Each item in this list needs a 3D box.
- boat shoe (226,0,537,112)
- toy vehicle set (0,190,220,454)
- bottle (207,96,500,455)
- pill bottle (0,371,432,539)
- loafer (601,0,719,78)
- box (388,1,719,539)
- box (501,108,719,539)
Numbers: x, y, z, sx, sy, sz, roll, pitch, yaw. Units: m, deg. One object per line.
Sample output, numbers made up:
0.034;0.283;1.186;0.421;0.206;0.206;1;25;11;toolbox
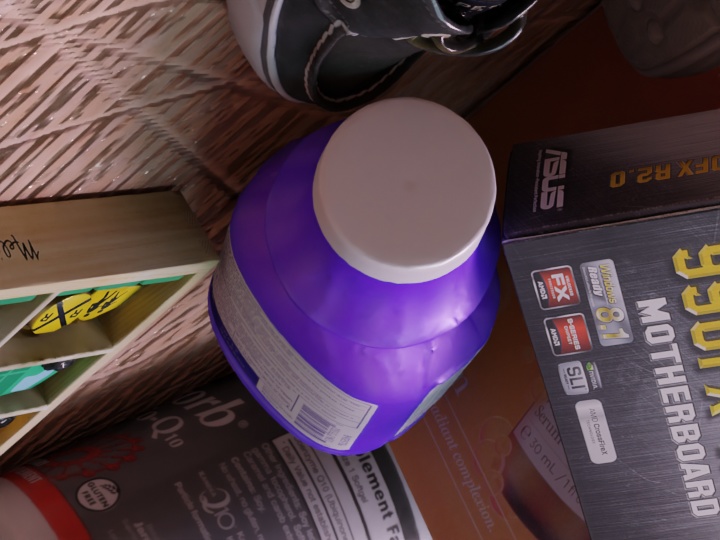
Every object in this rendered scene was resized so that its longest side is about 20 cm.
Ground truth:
0.020;-0.083;0.635;0.068;0.057;0.200;-21;164;-26;boat shoe
-0.145;0.029;0.743;0.124;0.027;0.200;-41;162;33;toy vehicle set
0.000;0.000;0.777;0.065;0.084;0.200;-39;173;-14;bottle
-0.036;0.095;0.986;0.200;0.116;0.116;-23;163;-23;pill bottle
0.133;-0.120;0.706;0.070;0.070;0.200;-7;153;-36;loafer
0.105;0.006;0.875;0.200;0.153;0.106;-40;154;30;box
0.139;0.043;0.756;0.158;0.048;0.200;-8;126;14;box
